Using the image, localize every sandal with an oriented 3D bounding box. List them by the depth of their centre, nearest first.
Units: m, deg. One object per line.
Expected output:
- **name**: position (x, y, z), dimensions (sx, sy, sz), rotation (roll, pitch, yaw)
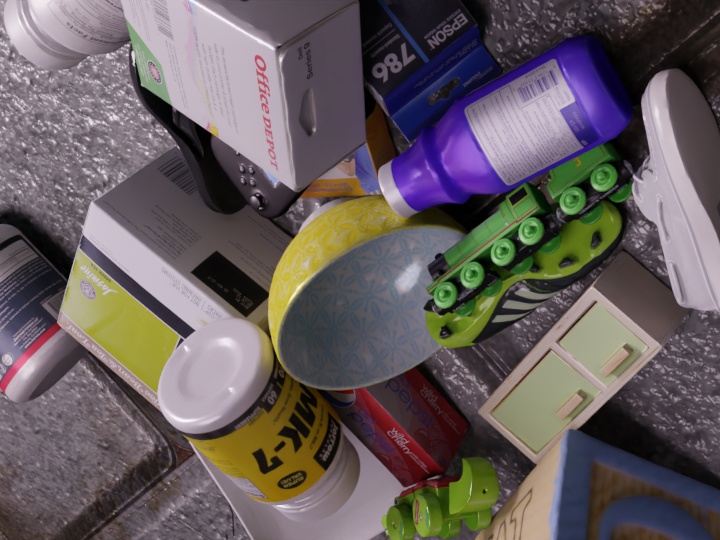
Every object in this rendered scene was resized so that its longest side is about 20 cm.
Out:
- **sandal**: position (-0.143, -0.139, 1.201), dimensions (0.048, 0.075, 0.201), rotation (11, 140, 43)

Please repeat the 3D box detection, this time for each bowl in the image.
- **bowl**: position (0.000, 0.000, 1.145), dimensions (0.108, 0.199, 0.201), rotation (59, 147, 38)

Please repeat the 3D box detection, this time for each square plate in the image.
- **square plate**: position (-0.041, 0.192, 1.314), dimensions (0.199, 0.200, 0.028), rotation (60, 176, -15)

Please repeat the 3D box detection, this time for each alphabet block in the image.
- **alphabet block**: position (0.207, 0.293, 1.121), dimensions (0.195, 0.197, 0.200), rotation (24, 135, -6)

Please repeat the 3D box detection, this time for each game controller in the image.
- **game controller**: position (-0.062, -0.129, 1.121), dimensions (0.104, 0.042, 0.200), rotation (46, 136, 1)

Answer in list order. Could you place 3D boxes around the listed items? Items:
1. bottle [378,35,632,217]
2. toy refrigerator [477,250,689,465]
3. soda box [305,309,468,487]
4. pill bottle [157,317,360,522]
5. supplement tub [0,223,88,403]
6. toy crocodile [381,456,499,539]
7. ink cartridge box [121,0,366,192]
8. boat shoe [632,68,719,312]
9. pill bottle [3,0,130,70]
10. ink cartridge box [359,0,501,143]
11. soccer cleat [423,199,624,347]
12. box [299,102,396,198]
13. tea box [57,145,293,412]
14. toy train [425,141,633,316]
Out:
- **bottle**: position (0.107, -0.103, 1.008), dimensions (0.200, 0.065, 0.084), rotation (-27, 98, 26)
- **toy refrigerator**: position (0.185, 0.080, 1.113), dimensions (0.076, 0.070, 0.200), rotation (42, 136, 6)
- **soda box**: position (0.011, 0.112, 1.250), dimensions (0.200, 0.070, 0.063), rotation (46, 136, -13)
- **pill bottle**: position (-0.086, 0.143, 1.191), dimensions (0.114, 0.115, 0.200), rotation (3, 147, 36)
- **supplement tub**: position (-0.405, 0.038, 1.487), dimensions (0.200, 0.140, 0.140), rotation (45, 136, 2)
- **toy crocodile**: position (0.071, 0.222, 1.235), dimensions (0.200, 0.067, 0.062), rotation (137, 128, -65)
- **ink cartridge box**: position (-0.093, -0.175, 1.020), dimensions (0.200, 0.087, 0.146), rotation (37, 150, 32)
- **boat shoe**: position (0.241, -0.056, 0.982), dimensions (0.068, 0.072, 0.200), rotation (-5, 126, 39)
- **pill bottle**: position (-0.233, -0.258, 1.163), dimensions (0.200, 0.114, 0.115), rotation (-24, 104, 45)
- **ink cartridge box**: position (0.018, -0.208, 1.021), dimensions (0.200, 0.099, 0.039), rotation (51, 179, -6)
- **soccer cleat**: position (0.142, 0.002, 1.100), dimensions (0.200, 0.081, 0.068), rotation (-35, 67, 27)
- **box**: position (-0.046, -0.160, 1.143), dimensions (0.119, 0.041, 0.201), rotation (0, 122, 38)
- **tea box**: position (-0.174, 0.025, 1.305), dimensions (0.200, 0.134, 0.197), rotation (39, 135, 9)
- **toy train**: position (0.129, -0.034, 1.040), dimensions (0.200, 0.042, 0.057), rotation (-37, 56, 22)
